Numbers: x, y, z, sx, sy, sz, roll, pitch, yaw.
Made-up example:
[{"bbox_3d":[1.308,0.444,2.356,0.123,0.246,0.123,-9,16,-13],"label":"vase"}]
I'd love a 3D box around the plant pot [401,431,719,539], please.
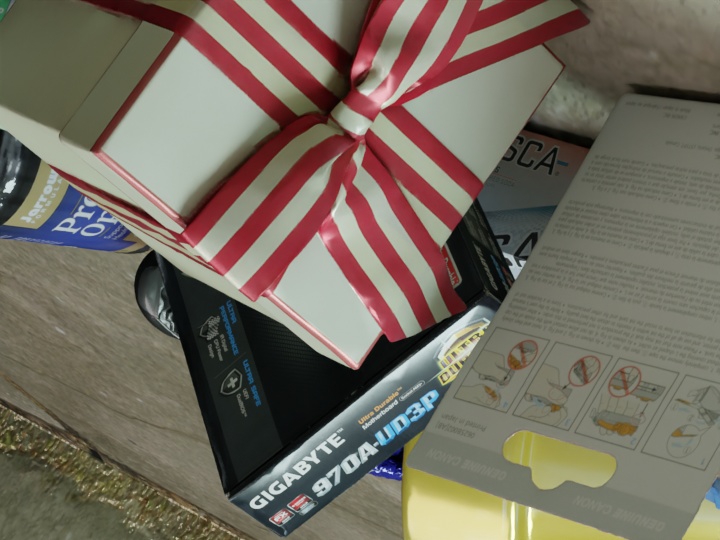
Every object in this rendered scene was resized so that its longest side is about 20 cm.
[{"bbox_3d":[0.140,0.091,1.248,0.187,0.202,0.201,8,160,17],"label":"plant pot"}]

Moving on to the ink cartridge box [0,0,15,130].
[{"bbox_3d":[-0.250,-0.136,1.151,0.199,0.050,0.161,19,170,-2],"label":"ink cartridge box"}]

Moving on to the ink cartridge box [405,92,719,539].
[{"bbox_3d":[0.130,0.022,0.964,0.162,0.201,0.057,13,160,49],"label":"ink cartridge box"}]

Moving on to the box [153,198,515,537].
[{"bbox_3d":[-0.013,0.006,1.111,0.046,0.159,0.201,39,-160,-38],"label":"box"}]

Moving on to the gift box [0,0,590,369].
[{"bbox_3d":[-0.027,-0.079,0.997,0.200,0.185,0.186,34,175,-32],"label":"gift box"}]

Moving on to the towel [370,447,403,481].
[{"bbox_3d":[-0.033,0.065,1.457,0.147,0.050,0.200,16,-167,-18],"label":"towel"}]

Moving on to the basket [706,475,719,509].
[{"bbox_3d":[0.230,0.075,1.037,0.176,0.139,0.201,17,134,41],"label":"basket"}]

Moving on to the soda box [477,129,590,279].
[{"bbox_3d":[0.082,-0.027,1.158,0.199,0.069,0.064,20,163,39],"label":"soda box"}]

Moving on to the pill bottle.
[{"bbox_3d":[-0.194,-0.073,1.336,0.111,0.113,0.199,18,-173,40],"label":"pill bottle"}]

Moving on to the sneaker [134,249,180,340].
[{"bbox_3d":[-0.082,-0.003,1.413,0.090,0.071,0.199,20,-160,35],"label":"sneaker"}]
